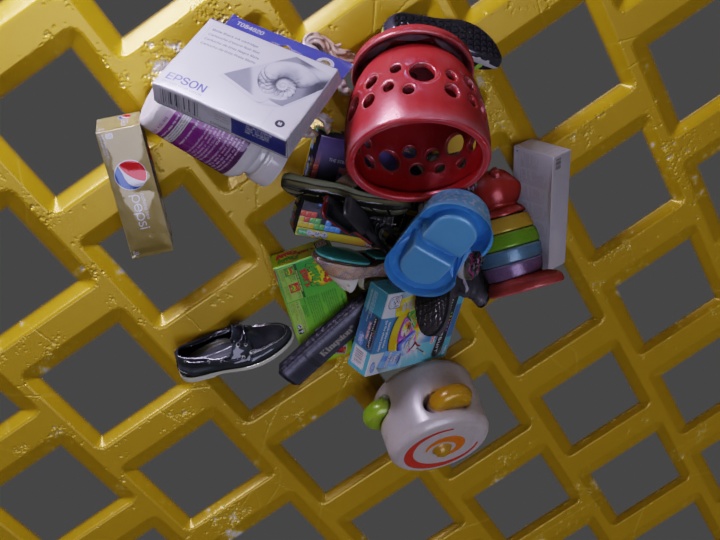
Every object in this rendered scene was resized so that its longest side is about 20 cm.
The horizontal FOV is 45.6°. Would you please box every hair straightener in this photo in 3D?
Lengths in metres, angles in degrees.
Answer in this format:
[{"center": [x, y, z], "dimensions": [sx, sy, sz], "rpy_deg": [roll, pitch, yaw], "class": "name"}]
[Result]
[{"center": [0.020, -0.058, 1.272], "dimensions": [0.077, 0.041, 0.200], "rpy_deg": [0, 157, 29], "class": "hair straightener"}]

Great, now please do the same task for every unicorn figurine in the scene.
[{"center": [-0.088, -0.253, 1.216], "dimensions": [0.137, 0.074, 0.201], "rpy_deg": [35, 59, -30], "class": "unicorn figurine"}]

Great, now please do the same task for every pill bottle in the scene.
[{"center": [-0.200, -0.203, 1.212], "dimensions": [0.199, 0.112, 0.112], "rpy_deg": [31, 106, -25], "class": "pill bottle"}]

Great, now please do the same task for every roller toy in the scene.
[{"center": [0.125, 0.256, 1.484], "dimensions": [0.200, 0.140, 0.182], "rpy_deg": [-33, 142, 18], "class": "roller toy"}]

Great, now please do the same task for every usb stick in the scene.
[{"center": [-0.050, 0.112, 1.402], "dimensions": [0.200, 0.033, 0.055], "rpy_deg": [-42, 123, 7], "class": "usb stick"}]

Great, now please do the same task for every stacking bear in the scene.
[{"center": [0.232, -0.065, 1.370], "dimensions": [0.113, 0.121, 0.201], "rpy_deg": [-15, 89, -11], "class": "stacking bear"}]

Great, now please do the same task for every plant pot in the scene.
[{"center": [0.077, -0.220, 1.193], "dimensions": [0.199, 0.183, 0.201], "rpy_deg": [0, 150, 0], "class": "plant pot"}]

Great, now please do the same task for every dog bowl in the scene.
[{"center": [0.114, -0.041, 1.244], "dimensions": [0.111, 0.050, 0.200], "rpy_deg": [28, 135, -11], "class": "dog bowl"}]

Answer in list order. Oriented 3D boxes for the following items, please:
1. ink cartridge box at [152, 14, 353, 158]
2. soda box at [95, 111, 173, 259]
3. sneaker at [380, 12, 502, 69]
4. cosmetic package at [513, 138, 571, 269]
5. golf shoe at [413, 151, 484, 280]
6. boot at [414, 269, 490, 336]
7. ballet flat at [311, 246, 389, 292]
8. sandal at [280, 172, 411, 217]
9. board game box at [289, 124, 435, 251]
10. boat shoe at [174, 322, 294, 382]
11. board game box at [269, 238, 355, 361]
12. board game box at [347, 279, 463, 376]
[{"center": [-0.134, -0.258, 1.119], "dimensions": [0.199, 0.200, 0.041], "rpy_deg": [23, 146, 10], "class": "ink cartridge box"}, {"center": [-0.326, -0.122, 1.246], "dimensions": [0.064, 0.068, 0.201], "rpy_deg": [-14, 119, -8], "class": "soda box"}, {"center": [0.110, -0.325, 1.271], "dimensions": [0.199, 0.072, 0.083], "rpy_deg": [9, 142, -19], "class": "sneaker"}, {"center": [0.294, -0.107, 1.402], "dimensions": [0.050, 0.082, 0.201], "rpy_deg": [-26, 125, -35], "class": "cosmetic package"}, {"center": [0.138, -0.082, 1.313], "dimensions": [0.092, 0.073, 0.201], "rpy_deg": [-3, 107, 32], "class": "golf shoe"}, {"center": [0.158, 0.031, 1.367], "dimensions": [0.131, 0.201, 0.070], "rpy_deg": [30, 144, -32], "class": "boot"}, {"center": [0.000, 0.000, 1.357], "dimensions": [0.199, 0.068, 0.068], "rpy_deg": [-2, 116, -41], "class": "ballet flat"}, {"center": [-0.016, -0.122, 1.263], "dimensions": [0.200, 0.080, 0.058], "rpy_deg": [15, 74, -13], "class": "sandal"}, {"center": [0.006, -0.123, 1.339], "dimensions": [0.199, 0.057, 0.166], "rpy_deg": [9, 115, -18], "class": "board game box"}, {"center": [-0.209, 0.119, 1.396], "dimensions": [0.198, 0.075, 0.066], "rpy_deg": [-15, 131, 4], "class": "boat shoe"}, {"center": [-0.072, 0.054, 1.413], "dimensions": [0.101, 0.048, 0.201], "rpy_deg": [-19, 120, -5], "class": "board game box"}, {"center": [0.082, 0.084, 1.417], "dimensions": [0.199, 0.047, 0.152], "rpy_deg": [-8, 123, -43], "class": "board game box"}]
